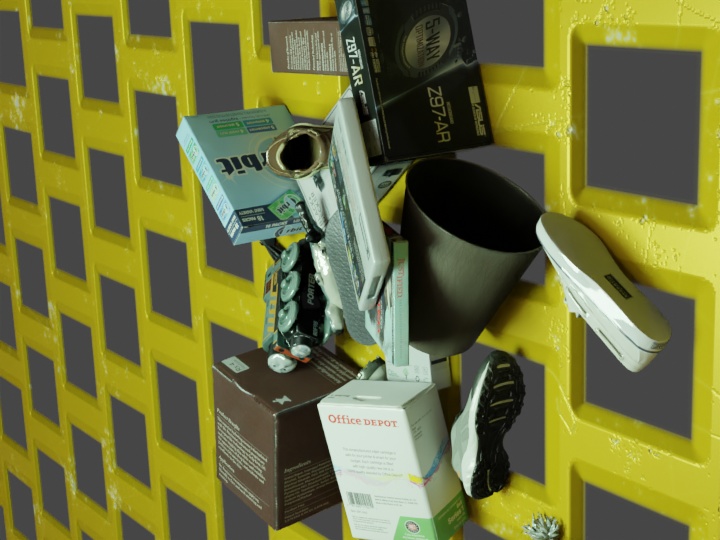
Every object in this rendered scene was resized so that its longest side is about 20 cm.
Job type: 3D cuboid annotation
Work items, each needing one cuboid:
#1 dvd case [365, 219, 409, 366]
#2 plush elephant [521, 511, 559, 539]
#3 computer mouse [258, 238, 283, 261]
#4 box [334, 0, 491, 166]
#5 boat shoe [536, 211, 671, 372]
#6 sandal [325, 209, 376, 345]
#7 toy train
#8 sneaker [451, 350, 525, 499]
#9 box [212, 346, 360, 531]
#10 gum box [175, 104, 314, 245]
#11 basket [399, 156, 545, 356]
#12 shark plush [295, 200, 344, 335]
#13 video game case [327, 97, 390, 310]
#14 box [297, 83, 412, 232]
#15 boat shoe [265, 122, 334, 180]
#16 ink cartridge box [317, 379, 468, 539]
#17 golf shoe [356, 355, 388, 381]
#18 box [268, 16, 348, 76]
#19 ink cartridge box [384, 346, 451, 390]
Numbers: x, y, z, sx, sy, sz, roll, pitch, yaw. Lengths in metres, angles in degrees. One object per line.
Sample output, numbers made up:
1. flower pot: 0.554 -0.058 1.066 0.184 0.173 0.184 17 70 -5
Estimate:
1. dvd case: 0.030 0.020 1.562 0.200 0.022 0.147 -133 41 -75
2. plush elephant: 0.189 0.399 1.531 0.165 0.154 0.201 -21 83 56
3. computer mouse: -0.160 -0.096 1.932 0.140 0.046 0.200 50 173 34
4. box: 0.063 -0.230 1.519 0.043 0.160 0.201 -8 92 57
5. boat shoe: 0.251 0.023 1.409 0.200 0.072 0.066 49 132 24
6. sandal: 0.000 0.000 1.712 0.076 0.043 0.201 13 122 34
7. toy train: -0.092 0.050 1.851 0.114 0.085 0.201 -45 33 41
8. sneaker: 0.146 0.183 1.606 0.079 0.074 0.201 44 134 47
9. box: -0.101 0.229 1.880 0.166 0.164 0.201 33 130 45
10. gum box: -0.141 -0.138 1.835 0.200 0.169 0.045 59 141 25
11. basket: 0.113 -0.005 1.544 0.180 0.136 0.200 31 135 16
12. shark plush: -0.046 0.002 1.775 0.200 0.091 0.083 49 -179 -21
13. video game case: -0.003 -0.073 1.525 0.182 0.023 0.201 107 152 -71
14. box: -0.010 -0.146 1.739 0.200 0.060 0.117 -47 61 51
15. boat shoe: -0.080 -0.158 1.717 0.202 0.075 0.075 -7 93 57
16. ink cartridge box: 0.043 0.248 1.703 0.144 0.084 0.201 -2 110 38
17. golf shoe: 0.030 0.213 1.799 0.088 0.077 0.201 19 119 29
18. box: -0.025 -0.289 1.682 0.200 0.100 0.075 17 114 53
19. ink cartridge box: 0.066 0.053 1.710 0.099 0.039 0.201 7 107 55
